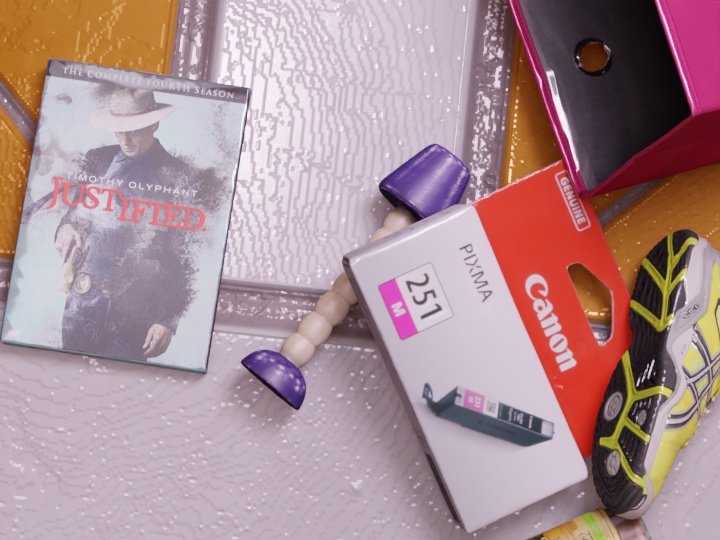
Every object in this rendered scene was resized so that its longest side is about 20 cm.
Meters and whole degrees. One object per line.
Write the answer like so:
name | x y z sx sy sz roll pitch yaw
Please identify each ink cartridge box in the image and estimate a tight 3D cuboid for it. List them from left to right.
ink cartridge box | 0.105 0.048 1.412 0.173 0.044 0.200 -24 96 -7

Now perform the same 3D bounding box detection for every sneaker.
sneaker | 0.212 0.073 1.406 0.076 0.075 0.200 28 70 -22

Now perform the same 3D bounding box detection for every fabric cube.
fabric cube | 0.231 -0.182 1.377 0.199 0.200 0.197 -16 81 -19

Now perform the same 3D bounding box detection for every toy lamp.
toy lamp | 0.000 0.000 1.439 0.058 0.058 0.200 39 82 5

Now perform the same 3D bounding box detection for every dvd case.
dvd case | -0.160 -0.038 1.462 0.146 0.022 0.200 9 81 1

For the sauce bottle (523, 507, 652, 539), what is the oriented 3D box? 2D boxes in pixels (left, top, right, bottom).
sauce bottle | 0.099 0.216 1.403 0.200 0.065 0.065 -24 82 -4
